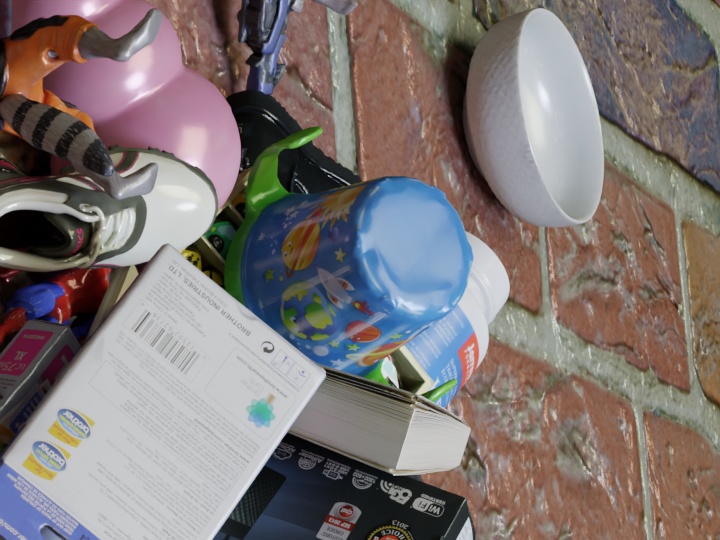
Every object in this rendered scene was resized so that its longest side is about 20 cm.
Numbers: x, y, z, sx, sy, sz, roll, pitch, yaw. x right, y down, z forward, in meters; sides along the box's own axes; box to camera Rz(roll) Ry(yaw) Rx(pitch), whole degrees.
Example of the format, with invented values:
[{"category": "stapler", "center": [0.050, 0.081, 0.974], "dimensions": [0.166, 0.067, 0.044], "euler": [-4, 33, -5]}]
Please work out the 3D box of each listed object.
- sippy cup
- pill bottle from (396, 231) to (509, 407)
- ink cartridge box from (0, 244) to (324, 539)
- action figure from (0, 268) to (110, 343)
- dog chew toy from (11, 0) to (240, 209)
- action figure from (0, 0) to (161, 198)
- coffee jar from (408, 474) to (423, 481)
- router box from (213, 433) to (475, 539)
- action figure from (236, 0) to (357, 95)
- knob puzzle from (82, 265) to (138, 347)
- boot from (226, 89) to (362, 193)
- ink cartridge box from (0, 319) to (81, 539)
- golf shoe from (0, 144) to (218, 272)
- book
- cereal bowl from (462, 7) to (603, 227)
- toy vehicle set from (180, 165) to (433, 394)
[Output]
[{"category": "sippy cup", "center": [0.000, 0.000, 1.556], "dimensions": [0.177, 0.130, 0.140], "euler": [32, 58, -24]}, {"category": "pill bottle", "center": [0.026, 0.059, 1.745], "dimensions": [0.200, 0.112, 0.113], "euler": [-49, 126, -34]}, {"category": "ink cartridge box", "center": [-0.119, 0.096, 1.309], "dimensions": [0.119, 0.042, 0.200], "euler": [39, 56, -7]}, {"category": "action figure", "center": [-0.194, 0.025, 1.444], "dimensions": [0.200, 0.051, 0.066], "euler": [-46, 126, -64]}, {"category": "dog chew toy", "center": [-0.159, -0.117, 1.501], "dimensions": [0.201, 0.124, 0.125], "euler": [62, 29, -15]}, {"category": "action figure", "center": [-0.208, -0.126, 1.305], "dimensions": [0.201, 0.192, 0.105], "euler": [90, 18, -53]}, {"category": "coffee jar", "center": [-0.031, 0.201, 1.489], "dimensions": [0.200, 0.085, 0.105], "euler": [-46, 134, -28]}, {"category": "router box", "center": [-0.053, 0.175, 1.401], "dimensions": [0.150, 0.199, 0.062], "euler": [-58, 154, -32]}, {"category": "action figure", "center": [-0.076, -0.232, 1.784], "dimensions": [0.193, 0.104, 0.201], "euler": [-3, 107, -57]}, {"category": "knob puzzle", "center": [-0.161, 0.127, 1.475], "dimensions": [0.220, 0.030, 0.221], "euler": [4, 90, -73]}, {"category": "boot", "center": [-0.054, -0.018, 1.723], "dimensions": [0.198, 0.073, 0.163], "euler": [47, 37, -37]}, {"category": "ink cartridge box", "center": [-0.203, 0.139, 1.323], "dimensions": [0.200, 0.042, 0.120], "euler": [-52, 131, -32]}, {"category": "golf shoe", "center": [-0.164, -0.025, 1.395], "dimensions": [0.199, 0.088, 0.078], "euler": [-3, 114, -33]}, {"category": "book", "center": [-0.043, 0.075, 1.457], "dimensions": [0.134, 0.199, 0.048], "euler": [25, 84, -71]}, {"category": "cereal bowl", "center": [0.149, -0.134, 2.179], "dimensions": [0.200, 0.083, 0.201], "euler": [38, 46, -54]}, {"category": "toy vehicle set", "center": [-0.049, 0.043, 1.606], "dimensions": [0.200, 0.026, 0.124], "euler": [51, 52, -13]}]
